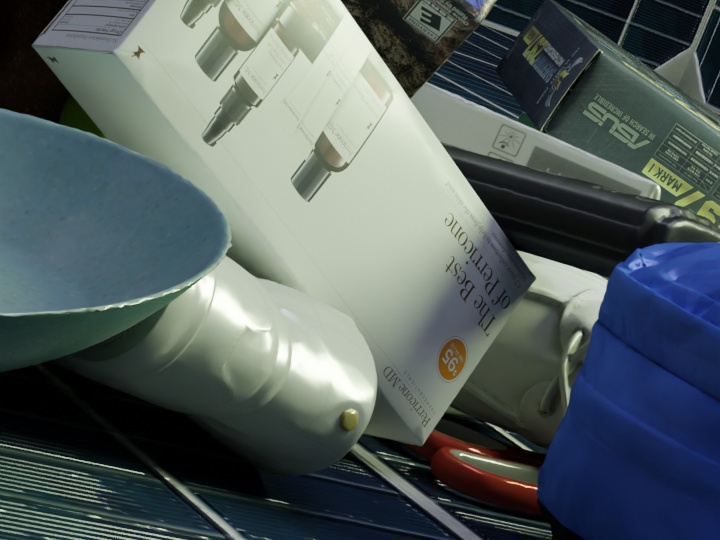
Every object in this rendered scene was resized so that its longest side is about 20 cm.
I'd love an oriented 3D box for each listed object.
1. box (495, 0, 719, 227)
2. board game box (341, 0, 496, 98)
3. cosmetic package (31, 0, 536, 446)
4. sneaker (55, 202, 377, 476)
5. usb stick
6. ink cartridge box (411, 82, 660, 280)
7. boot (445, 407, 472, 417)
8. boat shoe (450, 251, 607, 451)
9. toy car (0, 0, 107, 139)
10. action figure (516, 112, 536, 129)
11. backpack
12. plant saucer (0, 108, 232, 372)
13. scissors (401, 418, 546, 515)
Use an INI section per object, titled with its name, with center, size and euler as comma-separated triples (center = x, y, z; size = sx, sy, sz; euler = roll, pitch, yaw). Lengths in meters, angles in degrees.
[box]
center = 0.163, -0.043, 1.318
size = 0.199, 0.051, 0.158
euler = 33, 8, -12
[board game box]
center = -0.024, -0.143, 1.115
size = 0.159, 0.097, 0.200
euler = 36, -24, -4
[cosmetic package]
center = -0.021, -0.035, 0.966
size = 0.050, 0.083, 0.200
euler = 12, -32, 48
[sneaker]
center = -0.074, 0.015, 0.939
size = 0.115, 0.074, 0.200
euler = 33, -2, -35
[usb stick]
center = 0.052, -0.025, 1.046
size = 0.055, 0.033, 0.199
euler = 20, -1, -43
[ink cartridge box]
center = 0.037, -0.031, 1.293
size = 0.199, 0.044, 0.174
euler = 24, -15, 10
[boot]
center = 0.000, 0.000, 1.168
size = 0.199, 0.073, 0.144
euler = 18, 8, -2
[boat shoe]
center = 0.094, 0.045, 1.057
size = 0.199, 0.072, 0.066
euler = 29, 2, 0
[toy car]
center = -0.187, -0.077, 1.053
size = 0.199, 0.159, 0.164
euler = -19, 18, -37
[action figure]
center = 0.129, 0.009, 1.370
size = 0.199, 0.118, 0.055
euler = 34, -24, 12
[backpack]
center = 0.166, 0.056, 0.935
size = 0.199, 0.169, 0.162
euler = 14, 5, -24
[plant saucer]
center = -0.138, -0.007, 0.802
size = 0.200, 0.039, 0.201
euler = 9, 17, -3
[scissors]
center = 0.095, 0.086, 1.075
size = 0.199, 0.014, 0.073
euler = 17, 8, -37
